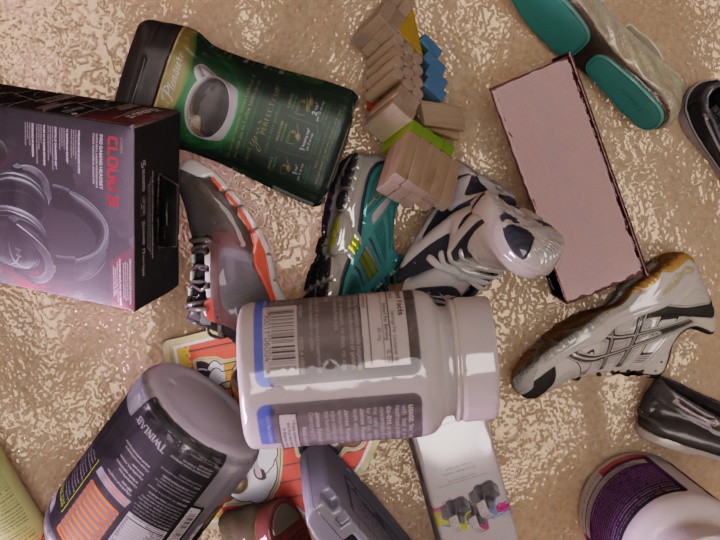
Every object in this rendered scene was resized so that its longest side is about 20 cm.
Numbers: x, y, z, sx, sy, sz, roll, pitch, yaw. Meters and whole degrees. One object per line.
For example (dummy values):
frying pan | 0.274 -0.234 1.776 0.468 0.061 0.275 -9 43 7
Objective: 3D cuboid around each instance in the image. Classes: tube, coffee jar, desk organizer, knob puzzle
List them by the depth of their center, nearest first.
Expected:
coffee jar | -0.107 -0.135 0.931 0.197 0.085 0.106 20 101 -6
desk organizer | 0.177 -0.079 0.963 0.076 0.072 0.203 -21 96 1
tube | -0.314 0.223 0.971 0.057 0.052 0.203 -17 103 37
knob puzzle | -0.064 0.131 0.985 0.215 0.030 0.224 0 94 -4

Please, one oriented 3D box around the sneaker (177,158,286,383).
sneaker | -0.115 0.008 0.914 0.081 0.077 0.203 -29 104 -16

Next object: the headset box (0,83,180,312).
headset box | -0.231 -0.061 0.886 0.196 0.077 0.152 12 110 19

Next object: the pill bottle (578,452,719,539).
pill bottle | 0.262 0.233 0.930 0.109 0.200 0.114 0 95 -3

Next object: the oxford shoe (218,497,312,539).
oxford shoe | -0.070 0.297 0.992 0.074 0.070 0.204 -9 103 28

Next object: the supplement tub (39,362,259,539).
supplement tub | -0.185 0.190 0.927 0.122 0.123 0.201 37 104 -6

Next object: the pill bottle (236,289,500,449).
pill bottle | 0.006 0.075 0.858 0.196 0.114 0.116 -4 95 -1

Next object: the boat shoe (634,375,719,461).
boat shoe | 0.349 0.147 0.994 0.196 0.067 0.058 15 104 -2

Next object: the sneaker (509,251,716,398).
sneaker | 0.230 0.069 0.976 0.198 0.076 0.088 -33 96 0

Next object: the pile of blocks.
pile of blocks | 0.038 -0.141 0.948 0.081 0.062 0.204 6 70 -33

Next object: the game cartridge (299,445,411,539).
game cartridge | 0.016 0.244 0.946 0.040 0.134 0.201 -36 105 8

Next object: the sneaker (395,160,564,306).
sneaker | 0.090 -0.003 0.907 0.079 0.199 0.131 23 105 -25

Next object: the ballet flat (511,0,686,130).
ballet flat | 0.209 -0.207 0.967 0.200 0.067 0.063 44 63 -10

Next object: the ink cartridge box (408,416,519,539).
ink cartridge box | 0.092 0.204 0.959 0.067 0.115 0.204 -15 97 -2

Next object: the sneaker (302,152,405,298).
sneaker | 0.000 0.000 0.954 0.078 0.077 0.204 16 88 -16

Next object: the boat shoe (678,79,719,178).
boat shoe | 0.364 -0.088 0.974 0.071 0.068 0.201 -39 96 1
